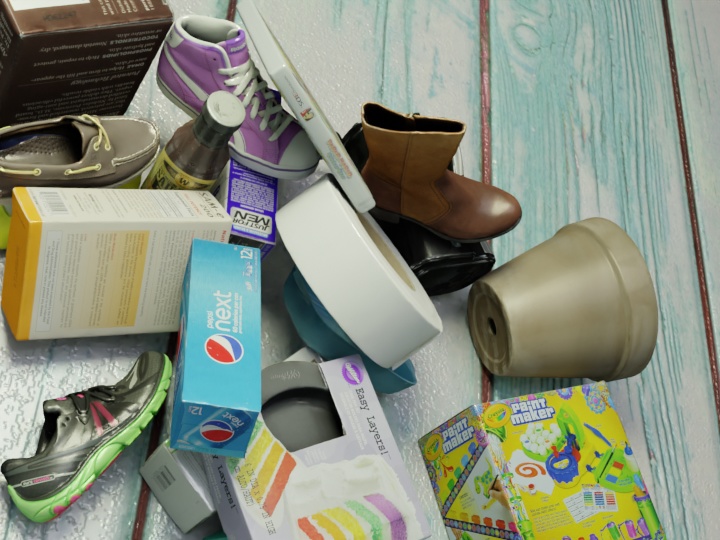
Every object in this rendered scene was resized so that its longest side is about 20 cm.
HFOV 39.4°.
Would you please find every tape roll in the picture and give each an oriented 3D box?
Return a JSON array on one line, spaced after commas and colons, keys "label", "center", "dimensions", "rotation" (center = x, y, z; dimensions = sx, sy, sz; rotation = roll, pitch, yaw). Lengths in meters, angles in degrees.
[{"label": "tape roll", "center": [0.000, 0.000, 1.036], "dimensions": [0.203, 0.071, 0.203], "rotation": [52, 7, -10]}]

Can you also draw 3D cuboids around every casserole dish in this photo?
[{"label": "casserole dish", "center": [-0.015, 0.068, 1.081], "dimensions": [0.199, 0.039, 0.122], "rotation": [36, 18, -40]}]

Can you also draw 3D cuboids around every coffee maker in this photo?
[{"label": "coffee maker", "center": [0.047, -0.070, 1.208], "dimensions": [0.190, 0.135, 0.202], "rotation": [-13, 68, -10]}]

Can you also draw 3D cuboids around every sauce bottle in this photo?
[{"label": "sauce bottle", "center": [-0.174, -0.111, 1.029], "dimensions": [0.065, 0.200, 0.067], "rotation": [13, 58, -22]}]

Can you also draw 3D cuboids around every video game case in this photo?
[{"label": "video game case", "center": [-0.058, -0.173, 1.039], "dimensions": [0.183, 0.023, 0.201], "rotation": [55, 6, -36]}]

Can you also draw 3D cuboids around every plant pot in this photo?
[{"label": "plant pot", "center": [0.230, 0.049, 1.213], "dimensions": [0.172, 0.200, 0.202], "rotation": [-11, 69, -19]}]

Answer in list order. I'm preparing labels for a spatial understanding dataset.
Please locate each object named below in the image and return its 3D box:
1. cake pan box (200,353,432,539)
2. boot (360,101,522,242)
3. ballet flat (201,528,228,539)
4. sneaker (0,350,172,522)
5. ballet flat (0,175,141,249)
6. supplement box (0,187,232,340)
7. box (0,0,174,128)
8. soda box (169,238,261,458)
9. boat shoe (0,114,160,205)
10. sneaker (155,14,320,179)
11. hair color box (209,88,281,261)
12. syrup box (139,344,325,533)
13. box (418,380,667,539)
[{"label": "cake pan box", "center": [-0.048, 0.185, 0.934], "dimensions": [0.183, 0.052, 0.202], "rotation": [-8, 68, -37]}, {"label": "boot", "center": [0.090, -0.108, 1.045], "dimensions": [0.186, 0.200, 0.069], "rotation": [16, 68, 4]}, {"label": "ballet flat", "center": [-0.063, 0.260, 0.985], "dimensions": [0.199, 0.067, 0.073], "rotation": [-18, 93, -42]}, {"label": "sneaker", "center": [-0.246, 0.135, 0.924], "dimensions": [0.084, 0.077, 0.200], "rotation": [46, 49, -6]}, {"label": "ballet flat", "center": [-0.305, -0.082, 1.018], "dimensions": [0.199, 0.067, 0.067], "rotation": [-26, 78, -39]}, {"label": "supplement box", "center": [-0.235, -0.009, 0.973], "dimensions": [0.198, 0.127, 0.074], "rotation": [-1, 29, -33]}, {"label": "box", "center": [-0.319, -0.250, 1.018], "dimensions": [0.163, 0.200, 0.167], "rotation": [-19, 75, -38]}, {"label": "soda box", "center": [-0.127, 0.064, 0.895], "dimensions": [0.067, 0.065, 0.201], "rotation": [10, 40, -15]}, {"label": "boat shoe", "center": [-0.277, -0.116, 0.971], "dimensions": [0.199, 0.060, 0.072], "rotation": [-18, 72, -35]}, {"label": "sneaker", "center": [-0.116, -0.178, 1.020], "dimensions": [0.199, 0.114, 0.073], "rotation": [34, 53, -3]}, {"label": "hair color box", "center": [-0.135, -0.096, 1.103], "dimensions": [0.064, 0.109, 0.202], "rotation": [15, 57, -23]}, {"label": "syrup box", "center": [-0.109, 0.162, 0.992], "dimensions": [0.199, 0.079, 0.082], "rotation": [-34, 83, -40]}, {"label": "box", "center": [0.200, 0.243, 1.110], "dimensions": [0.198, 0.122, 0.195], "rotation": [-4, 66, -33]}]
